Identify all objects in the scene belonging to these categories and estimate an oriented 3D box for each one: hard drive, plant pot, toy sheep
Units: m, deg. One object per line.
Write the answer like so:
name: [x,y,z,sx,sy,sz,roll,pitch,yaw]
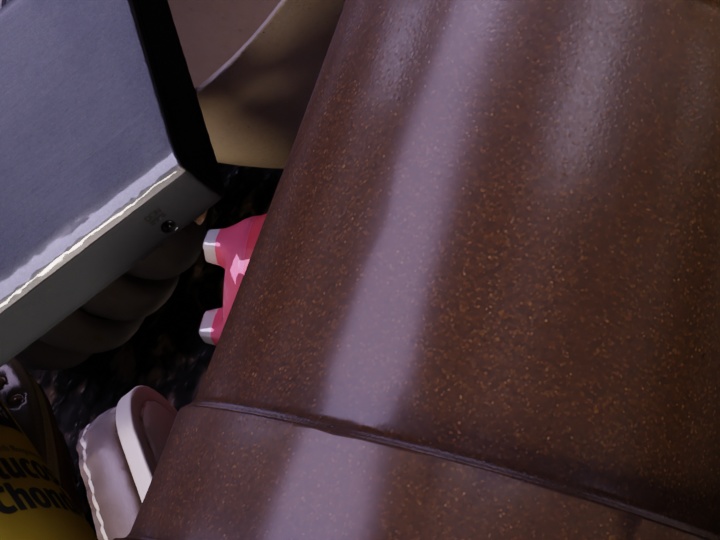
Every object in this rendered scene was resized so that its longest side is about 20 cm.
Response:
hard drive: [-0.147,-0.020,1.011,0.200,0.033,0.140,-36,44,17]
plant pot: [-0.008,-0.119,1.081,0.200,0.134,0.201,-34,42,36]
plant pot: [0.047,0.018,0.821,0.200,0.200,0.199,5,77,56]
toy sheep: [-0.145,-0.018,1.201,0.200,0.138,0.138,-29,44,29]

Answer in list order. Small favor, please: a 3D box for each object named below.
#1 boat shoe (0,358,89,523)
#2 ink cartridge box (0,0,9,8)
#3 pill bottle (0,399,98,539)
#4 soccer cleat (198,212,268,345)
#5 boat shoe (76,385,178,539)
boat shoe: [-0.137,0.134,1.144,0.072,0.068,0.201,-16,66,14]
ink cartridge box: [-0.138,-0.113,1.307,0.200,0.083,0.147,-34,41,38]
pill bottle: [-0.169,0.105,1.064,0.112,0.112,0.200,-50,62,19]
soccer cleat: [0.000,0.000,1.000,0.200,0.076,0.067,-24,-60,-75]
boat shoe: [-0.054,0.138,0.920,0.059,0.201,0.072,-22,6,20]
